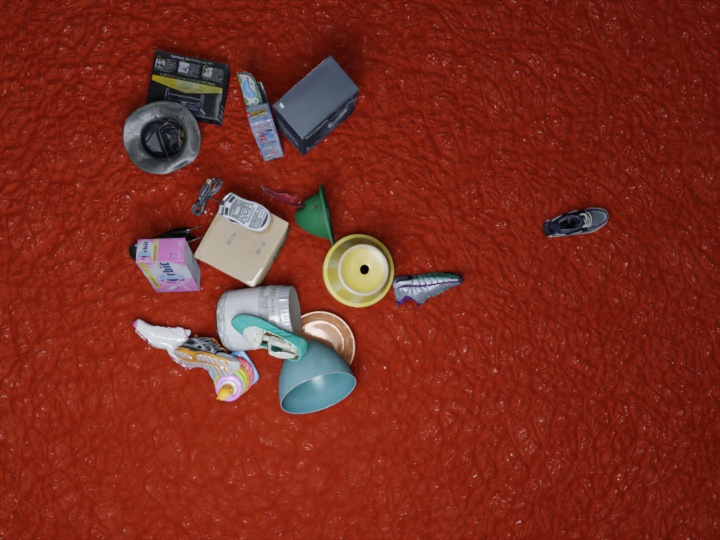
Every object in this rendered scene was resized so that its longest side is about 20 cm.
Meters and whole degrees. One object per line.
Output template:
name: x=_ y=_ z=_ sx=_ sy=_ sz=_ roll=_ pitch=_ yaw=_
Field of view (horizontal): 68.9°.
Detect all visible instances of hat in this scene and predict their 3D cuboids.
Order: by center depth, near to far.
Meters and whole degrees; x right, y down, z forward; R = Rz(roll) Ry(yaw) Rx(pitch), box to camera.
hat: x=-0.525 y=-0.353 z=1.404 sx=0.199 sy=0.081 sz=0.203 roll=-2 pitch=99 yaw=-10
hat: x=-0.170 y=-0.137 z=1.410 sx=0.174 sy=0.200 sz=0.167 roll=-11 pitch=116 yaw=1

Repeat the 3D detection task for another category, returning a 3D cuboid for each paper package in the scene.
paper package: x=-0.313 y=-0.078 z=1.412 sx=0.190 sy=0.103 sz=0.201 roll=28 pitch=86 yaw=-5

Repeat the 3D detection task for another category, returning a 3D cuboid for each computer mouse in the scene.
computer mouse: x=-0.322 y=-0.155 z=1.341 sx=0.199 sy=0.044 sz=0.110 roll=25 pitch=83 yaw=1

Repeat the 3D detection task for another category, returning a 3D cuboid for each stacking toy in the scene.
stacking toy: x=-0.336 y=0.292 z=1.353 sx=0.115 sy=0.200 sz=0.110 roll=-29 pitch=98 yaw=-3

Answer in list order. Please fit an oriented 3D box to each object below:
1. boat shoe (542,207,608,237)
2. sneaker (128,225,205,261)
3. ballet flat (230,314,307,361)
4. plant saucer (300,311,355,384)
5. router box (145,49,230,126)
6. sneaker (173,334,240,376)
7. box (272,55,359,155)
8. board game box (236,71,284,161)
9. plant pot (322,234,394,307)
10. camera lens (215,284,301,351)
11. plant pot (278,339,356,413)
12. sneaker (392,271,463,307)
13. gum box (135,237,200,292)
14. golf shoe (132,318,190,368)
boat shoe: x=0.635 y=-0.138 z=1.505 sx=0.198 sy=0.093 sz=0.075 roll=-16 pitch=91 yaw=-5
sneaker: x=-0.521 y=-0.073 z=1.409 sx=0.199 sy=0.104 sz=0.060 roll=-13 pitch=104 yaw=31
ballet flat: x=-0.222 y=0.166 z=1.263 sx=0.199 sy=0.071 sz=0.068 roll=22 pitch=122 yaw=-9
plant saucer: x=-0.114 y=0.213 z=1.460 sx=0.198 sy=0.037 sz=0.202 roll=0 pitch=90 yaw=-5
router box: x=-0.466 y=-0.494 z=1.426 sx=0.198 sy=0.052 sz=0.159 roll=10 pitch=88 yaw=-5
sneaker: x=-0.382 y=0.209 z=1.334 sx=0.199 sy=0.079 sz=0.077 roll=11 pitch=44 yaw=26
box: x=-0.118 y=-0.426 z=1.385 sx=0.196 sy=0.200 sz=0.118 roll=-42 pitch=93 yaw=-4
board game box: x=-0.261 y=-0.409 z=1.371 sx=0.061 sy=0.200 sz=0.202 roll=-16 pitch=91 yaw=-4
plant pot: x=0.000 y=0.000 z=1.398 sx=0.199 sy=0.189 sz=0.203 roll=0 pitch=89 yaw=-6
camera lens: x=-0.267 y=0.124 z=1.373 sx=0.198 sy=0.160 sz=0.162 roll=-7 pitch=90 yaw=5
plant pot: x=-0.126 y=0.262 z=1.363 sx=0.199 sy=0.201 sz=0.135 roll=-20 pitch=55 yaw=-5
sneaker: x=0.191 y=0.055 z=1.482 sx=0.198 sy=0.074 sz=0.088 roll=-4 pitch=104 yaw=4
gum box: x=-0.488 y=-0.008 z=1.352 sx=0.112 sy=0.200 sz=0.067 roll=-3 pitch=65 yaw=-6
golf shoe: x=-0.512 y=0.180 z=1.413 sx=0.199 sy=0.075 sz=0.092 roll=37 pitch=76 yaw=-10
